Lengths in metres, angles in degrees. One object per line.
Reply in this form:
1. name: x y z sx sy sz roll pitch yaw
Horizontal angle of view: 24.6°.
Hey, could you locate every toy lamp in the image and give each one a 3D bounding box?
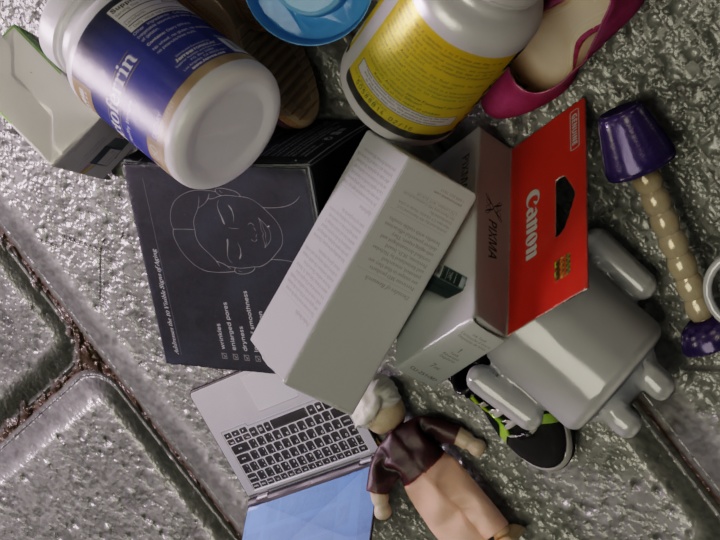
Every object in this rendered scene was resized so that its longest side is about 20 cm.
1. toy lamp: 0.238 -0.033 1.276 0.058 0.058 0.201 -18 104 37

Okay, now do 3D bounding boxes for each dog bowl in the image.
1. dog bowl: -0.034 -0.281 1.309 0.111 0.050 0.202 6 104 14

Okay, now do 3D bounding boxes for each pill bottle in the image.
1. pill bottle: -0.169 -0.163 1.352 0.200 0.115 0.116 38 130 30
2. pill bottle: 0.070 -0.190 1.252 0.111 0.111 0.200 47 144 4

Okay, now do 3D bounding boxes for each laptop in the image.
1. laptop: -0.082 0.199 1.571 0.187 0.116 0.201 -24 100 38

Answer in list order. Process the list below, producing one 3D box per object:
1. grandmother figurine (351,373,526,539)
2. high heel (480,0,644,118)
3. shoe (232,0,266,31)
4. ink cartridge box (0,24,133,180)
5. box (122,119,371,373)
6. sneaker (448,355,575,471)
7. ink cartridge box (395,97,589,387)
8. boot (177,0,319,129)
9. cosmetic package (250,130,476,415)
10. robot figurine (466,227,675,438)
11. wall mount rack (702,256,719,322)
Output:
1. grandmother figurine: 0.057 0.183 1.510 0.121 0.061 0.201 -36 86 0
2. high heel: 0.145 -0.169 1.250 0.200 0.096 0.068 -35 93 39
3. shoe: -0.107 -0.299 1.381 0.070 0.053 0.201 -16 101 58
4. ink cartridge box: -0.268 -0.148 1.503 0.067 0.200 0.117 -45 85 4
5. box: -0.082 -0.022 1.453 0.195 0.124 0.201 3 114 29
6. sneaker: 0.106 0.099 1.419 0.072 0.083 0.201 -31 95 39
7. ink cartridge box: 0.102 -0.031 1.290 0.043 0.201 0.173 29 135 -27
8. boot: -0.135 -0.176 1.458 0.200 0.072 0.166 50 139 1
9. cosmetic package: 0.000 0.000 1.310 0.071 0.101 0.201 27 97 -25
10. robot figurine: 0.162 0.049 1.338 0.200 0.113 0.170 42 92 8
11. wall mount rack: 0.363 0.029 1.225 0.199 0.075 0.175 -2 108 28
